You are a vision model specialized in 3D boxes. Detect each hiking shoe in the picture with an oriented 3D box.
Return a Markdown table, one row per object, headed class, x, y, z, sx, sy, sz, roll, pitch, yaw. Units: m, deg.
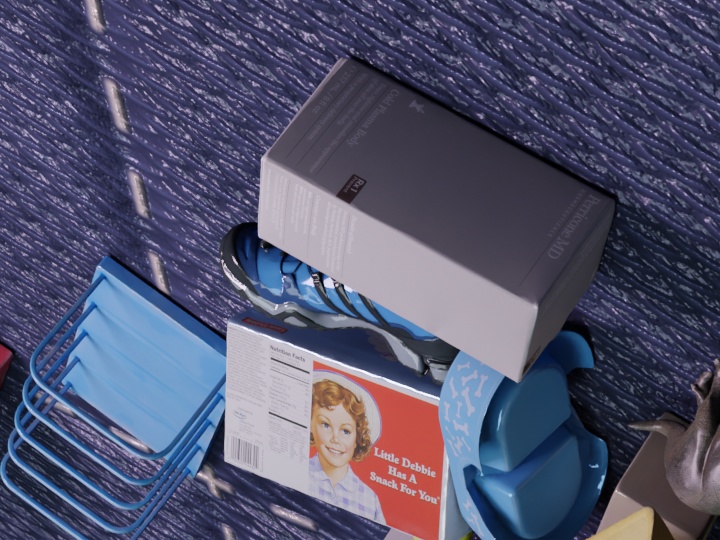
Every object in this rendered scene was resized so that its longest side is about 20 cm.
| class | x | y | z | sx | sy | sz | roll | pitch | yaw |
| --- | --- | --- | --- | --- | --- | --- | --- | --- | --- |
| hiking shoe | 0.000 | 0.000 | 1.577 | 0.198 | 0.075 | 0.087 | 20 | 137 | 10 |

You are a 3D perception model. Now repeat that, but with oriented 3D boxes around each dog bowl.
| class | x | y | z | sx | sy | sz | roll | pitch | yaw |
| --- | --- | --- | --- | --- | --- | --- | --- | --- | --- |
| dog bowl | 0.106 | 0.113 | 1.569 | 0.049 | 0.111 | 0.201 | 30 | 148 | 37 |

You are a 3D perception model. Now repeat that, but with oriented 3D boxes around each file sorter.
| class | x | y | z | sx | sy | sz | roll | pitch | yaw |
| --- | --- | --- | --- | --- | --- | --- | --- | --- | --- |
| file sorter | -0.193 | 0.116 | 1.847 | 0.138 | 0.123 | 0.200 | 34 | 147 | 5 |

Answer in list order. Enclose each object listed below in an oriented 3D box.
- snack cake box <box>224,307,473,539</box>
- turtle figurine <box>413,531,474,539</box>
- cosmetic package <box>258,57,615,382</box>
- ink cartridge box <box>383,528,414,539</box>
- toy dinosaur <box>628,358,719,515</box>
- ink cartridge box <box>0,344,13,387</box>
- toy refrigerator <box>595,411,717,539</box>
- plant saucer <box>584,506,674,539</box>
| class | x | y | z | sx | sy | sz | roll | pitch | yaw |
| --- | --- | --- | --- | --- | --- | --- | --- | --- | --- |
| snack cake box | -0.001 | 0.103 | 1.652 | 0.199 | 0.067 | 0.116 | 19 | 117 | 32 |
| turtle figurine | 0.068 | 0.216 | 1.702 | 0.199 | 0.064 | 0.163 | 0 | 95 | 45 |
| cosmetic package | 0.045 | -0.032 | 1.450 | 0.199 | 0.107 | 0.091 | 26 | 145 | 16 |
| ink cartridge box | 0.105 | 0.288 | 1.797 | 0.199 | 0.084 | 0.145 | 11 | 139 | 36 |
| toy dinosaur | 0.228 | 0.110 | 1.437 | 0.199 | 0.103 | 0.077 | 4 | 161 | 41 |
| ink cartridge box | -0.398 | 0.144 | 2.009 | 0.083 | 0.200 | 0.145 | 37 | 147 | 2 |
| toy refrigerator | 0.198 | 0.190 | 1.596 | 0.070 | 0.076 | 0.201 | 30 | 146 | 12 |
| plant saucer | 0.147 | 0.268 | 1.454 | 0.048 | 0.202 | 0.200 | 15 | 155 | -17 |
